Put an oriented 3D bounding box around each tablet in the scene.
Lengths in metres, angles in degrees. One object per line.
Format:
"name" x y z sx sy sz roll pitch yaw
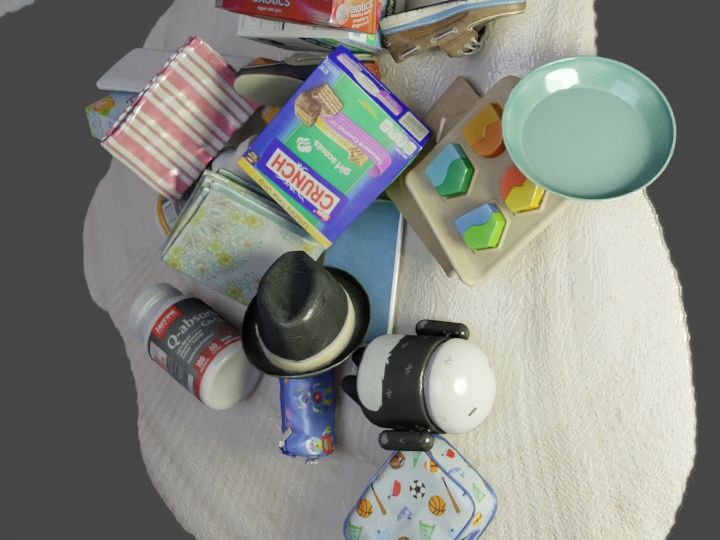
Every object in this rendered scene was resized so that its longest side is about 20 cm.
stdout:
"tablet" 0.000 0.000 1.666 0.130 0.014 0.201 8 94 37
"tablet" -0.268 -0.288 1.763 0.199 0.130 0.014 7 126 18

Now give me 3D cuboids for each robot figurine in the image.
"robot figurine" 0.076 0.145 1.540 0.199 0.125 0.151 0 97 37

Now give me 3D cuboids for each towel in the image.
"towel" -0.163 -0.039 1.695 0.171 0.199 0.048 -52 18 33
"towel" -0.241 -0.204 1.657 0.200 0.146 0.030 -49 37 2

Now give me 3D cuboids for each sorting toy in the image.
"sorting toy" 0.126 -0.120 1.563 0.185 0.036 0.200 -48 58 26
"sorting toy" 0.157 -0.109 1.479 0.200 0.036 0.186 -42 61 27

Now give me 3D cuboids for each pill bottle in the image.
"pill bottle" -0.196 -0.108 1.752 0.200 0.116 0.117 -30 72 32
"pill bottle" -0.246 0.108 1.786 0.200 0.116 0.116 34 109 32

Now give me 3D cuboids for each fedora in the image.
"fedora" -0.080 0.043 1.592 0.200 0.201 0.092 25 148 34

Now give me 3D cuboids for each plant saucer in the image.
"plant saucer" 0.261 -0.157 1.403 0.199 0.036 0.201 -1 63 3

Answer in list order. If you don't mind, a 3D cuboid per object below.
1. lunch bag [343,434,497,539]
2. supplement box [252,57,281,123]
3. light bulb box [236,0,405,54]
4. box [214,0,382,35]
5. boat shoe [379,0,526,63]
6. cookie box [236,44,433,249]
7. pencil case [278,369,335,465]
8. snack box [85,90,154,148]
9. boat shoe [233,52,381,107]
"lunch bag" 0.077 0.325 1.567 0.160 0.075 0.200 43 113 27
"supplement box" -0.084 -0.213 1.700 0.200 0.066 0.069 47 116 28
"light bulb box" -0.046 -0.400 1.637 0.199 0.125 0.199 10 95 35
"box" -0.076 -0.358 1.519 0.199 0.099 0.096 16 100 36
"boat shoe" 0.124 -0.310 1.549 0.199 0.072 0.073 -6 107 30
"cookie box" -0.035 -0.159 1.581 0.171 0.075 0.200 43 118 -2
"pencil case" -0.079 0.163 1.669 0.078 0.087 0.201 0 93 50
"snack box" -0.277 -0.240 1.767 0.142 0.200 0.053 22 134 35
"boat shoe" -0.071 -0.263 1.635 0.199 0.071 0.063 0 67 -6
